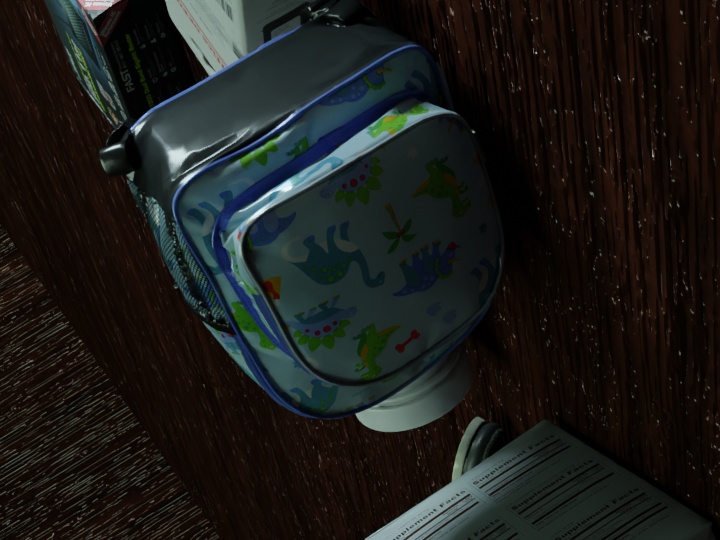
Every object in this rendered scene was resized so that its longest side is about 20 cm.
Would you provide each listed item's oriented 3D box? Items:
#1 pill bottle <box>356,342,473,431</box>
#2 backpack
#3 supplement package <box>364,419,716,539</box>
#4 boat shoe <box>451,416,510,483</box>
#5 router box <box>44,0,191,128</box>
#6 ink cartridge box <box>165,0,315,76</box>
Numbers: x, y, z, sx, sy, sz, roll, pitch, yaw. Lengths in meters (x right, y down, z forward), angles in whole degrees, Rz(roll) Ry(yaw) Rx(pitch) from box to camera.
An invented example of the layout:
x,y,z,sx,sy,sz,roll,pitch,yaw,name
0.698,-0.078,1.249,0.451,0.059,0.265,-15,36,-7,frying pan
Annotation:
x,y,z,sx,sy,sz,roll,pitch,yaw,name
0.000,0.000,1.386,0.109,0.109,0.200,39,156,57,pill bottle
-0.012,-0.018,1.217,0.147,0.183,0.200,45,164,49,backpack
0.134,0.228,1.315,0.191,0.147,0.200,64,166,-23,supplement package
0.110,0.184,1.542,0.068,0.072,0.200,5,128,28,boat shoe
-0.205,-0.198,1.820,0.150,0.062,0.200,51,166,36,router box
-0.071,-0.179,1.328,0.116,0.068,0.200,56,167,19,ink cartridge box
